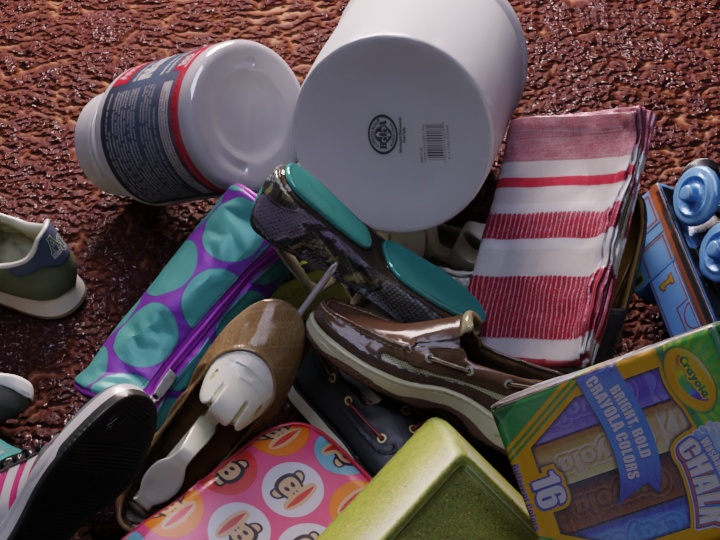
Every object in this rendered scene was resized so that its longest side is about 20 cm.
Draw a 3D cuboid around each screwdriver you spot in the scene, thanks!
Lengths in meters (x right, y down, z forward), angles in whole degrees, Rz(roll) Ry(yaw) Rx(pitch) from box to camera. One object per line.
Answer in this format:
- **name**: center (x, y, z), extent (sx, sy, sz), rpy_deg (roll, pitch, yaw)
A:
- **screwdriver**: center (-0.075, 0.072, 1.187), extent (0.028, 0.201, 0.029), rpy_deg (43, 25, 16)

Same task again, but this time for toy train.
- **toy train**: center (0.268, 0.012, 1.242), extent (0.086, 0.114, 0.202), rpy_deg (13, 46, -33)

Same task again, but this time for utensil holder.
- **utensil holder**: center (0.040, -0.140, 1.321), extent (0.168, 0.172, 0.200), rpy_deg (6, 25, 10)

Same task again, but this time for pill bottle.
- **pill bottle**: center (-0.146, -0.114, 1.348), extent (0.199, 0.120, 0.120), rpy_deg (-5, 35, 50)

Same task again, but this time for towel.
- **towel**: center (0.138, -0.024, 1.222), extent (0.143, 0.023, 0.202), rpy_deg (-2, 68, 51)

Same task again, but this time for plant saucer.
- **plant saucer**: center (0.066, 0.217, 1.058), extent (0.200, 0.048, 0.200), rpy_deg (44, 60, 5)

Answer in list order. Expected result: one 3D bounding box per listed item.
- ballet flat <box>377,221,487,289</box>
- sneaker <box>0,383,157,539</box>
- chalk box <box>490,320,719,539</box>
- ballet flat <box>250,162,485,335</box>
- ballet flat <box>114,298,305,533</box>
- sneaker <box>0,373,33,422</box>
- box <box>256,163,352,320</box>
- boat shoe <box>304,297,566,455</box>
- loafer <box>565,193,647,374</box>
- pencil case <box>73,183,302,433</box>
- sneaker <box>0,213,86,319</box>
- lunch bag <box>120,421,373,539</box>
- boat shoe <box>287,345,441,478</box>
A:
- **ballet flat**: center (0.074, -0.018, 1.321), extent (0.198, 0.072, 0.072), rpy_deg (13, 49, 18)
- **sneaker**: center (-0.231, 0.139, 1.160), extent (0.201, 0.083, 0.121), rpy_deg (-52, 48, 4)
- **chalk box**: center (0.206, 0.103, 1.030), extent (0.198, 0.124, 0.125), rpy_deg (-21, 84, 26)
- **ballet flat**: center (0.000, 0.000, 1.208), extent (0.199, 0.072, 0.073), rpy_deg (36, 45, -20)
- **ballet flat**: center (-0.108, 0.109, 1.150), extent (0.068, 0.200, 0.072), rpy_deg (40, 11, -3)
- **sneaker**: center (-0.334, 0.135, 1.230), extent (0.198, 0.077, 0.083), rpy_deg (-17, 75, -9)
- **box**: center (-0.060, -0.049, 1.361), extent (0.075, 0.050, 0.201), rpy_deg (-23, 47, 11)
- **boat shoe**: center (0.061, 0.059, 1.165), extent (0.201, 0.075, 0.075), rpy_deg (26, 17, 3)
- **loafer**: center (0.162, 0.031, 1.221), extent (0.072, 0.072, 0.202), rpy_deg (17, 77, -8)
- **pencil case**: center (-0.121, 0.033, 1.239), extent (0.201, 0.085, 0.092), rpy_deg (-52, 28, -9)
- **sneaker**: center (-0.322, -0.019, 1.341), extent (0.198, 0.090, 0.068), rpy_deg (7, 49, 12)
- **lunch bag**: center (-0.056, 0.212, 1.108), extent (0.199, 0.082, 0.176), rpy_deg (-34, 54, -25)
- **boat shoe**: center (0.025, 0.115, 1.190), extent (0.073, 0.064, 0.201), rpy_deg (2, 32, -48)
